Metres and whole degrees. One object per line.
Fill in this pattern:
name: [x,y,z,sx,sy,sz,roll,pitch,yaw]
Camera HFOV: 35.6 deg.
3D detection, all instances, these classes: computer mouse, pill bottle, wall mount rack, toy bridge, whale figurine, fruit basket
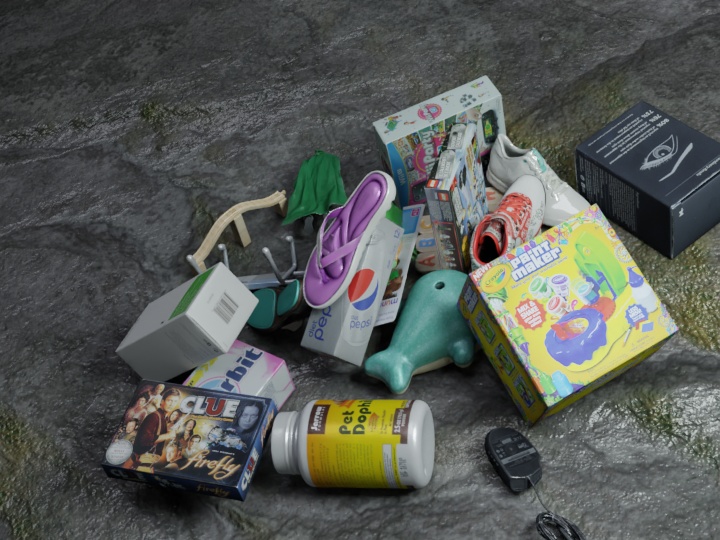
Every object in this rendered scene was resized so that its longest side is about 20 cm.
computer mouse: [0.211,0.272,1.369,0.058,0.034,0.201,-13,47,-21]
pill bottle: [-0.010,0.219,1.424,0.196,0.110,0.110,-2,46,15]
wall mount rack: [-0.172,-0.007,1.676,0.196,0.076,0.174,-6,10,10]
toy bridge: [-0.195,-0.070,1.792,0.199,0.068,0.027,-40,48,-21]
whale figurine: [0.091,0.078,1.535,0.199,0.105,0.158,-38,48,-22]
fruit basket: [0.000,0.000,1.620,0.183,0.094,0.202,-16,42,42]

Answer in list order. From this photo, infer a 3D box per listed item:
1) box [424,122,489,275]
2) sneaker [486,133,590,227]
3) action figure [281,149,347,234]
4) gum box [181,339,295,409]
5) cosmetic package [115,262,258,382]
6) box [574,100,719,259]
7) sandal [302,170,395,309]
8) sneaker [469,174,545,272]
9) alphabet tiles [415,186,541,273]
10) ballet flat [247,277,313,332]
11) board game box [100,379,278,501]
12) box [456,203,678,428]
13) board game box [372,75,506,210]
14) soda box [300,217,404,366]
box: [0.141,-0.087,1.592,0.039,0.202,0.138,6,48,21]
sneaker: [0.269,-0.138,1.696,0.075,0.090,0.199,-29,49,-33]
action figure: [-0.066,-0.138,1.830,0.116,0.055,0.202,-11,38,8]
gum box: [-0.189,0.188,1.539,0.112,0.067,0.201,20,55,30]
cosmetic package: [-0.246,0.080,1.581,0.199,0.085,0.108,-25,27,43]
box: [0.434,-0.136,1.641,0.147,0.105,0.200,-33,47,-16]
sandal: [-0.028,-0.047,1.497,0.082,0.050,0.205,32,94,43]
sneaker: [0.213,-0.068,1.598,0.066,0.108,0.204,20,71,19]
alphabet tiles: [0.178,-0.052,1.701,0.192,0.015,0.202,-6,46,11]
ballet flat: [-0.103,0.057,1.619,0.199,0.067,0.069,-14,64,60]
board game box: [-0.220,0.216,1.449,0.196,0.035,0.137,5,50,19]
box: [0.259,0.059,1.438,0.198,0.122,0.194,-28,74,-12]
board game box: [0.129,-0.198,1.764,0.197,0.149,0.065,-23,46,-6]
soda box: [-0.010,0.022,1.532,0.068,0.063,0.203,13,81,41]
